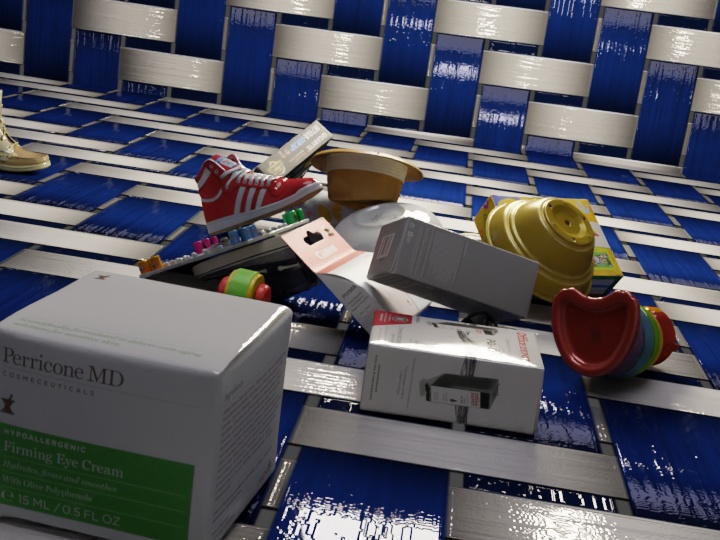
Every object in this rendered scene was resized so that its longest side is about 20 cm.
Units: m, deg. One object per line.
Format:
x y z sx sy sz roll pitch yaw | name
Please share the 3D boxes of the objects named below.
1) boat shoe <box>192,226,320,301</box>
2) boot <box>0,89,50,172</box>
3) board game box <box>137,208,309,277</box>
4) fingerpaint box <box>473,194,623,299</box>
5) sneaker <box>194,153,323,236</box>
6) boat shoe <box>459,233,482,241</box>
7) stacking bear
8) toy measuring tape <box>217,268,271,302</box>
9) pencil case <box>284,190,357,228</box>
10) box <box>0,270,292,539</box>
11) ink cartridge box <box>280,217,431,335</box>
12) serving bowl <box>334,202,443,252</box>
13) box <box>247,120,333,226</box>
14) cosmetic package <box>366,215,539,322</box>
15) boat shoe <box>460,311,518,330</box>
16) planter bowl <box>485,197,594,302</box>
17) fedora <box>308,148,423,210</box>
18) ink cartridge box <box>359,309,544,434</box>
-0.151 0.008 1.605 0.200 0.093 0.075 -16 6 31 | boat shoe
-0.712 -0.279 2.197 0.200 0.155 0.072 8 15 2 | boot
-0.203 -0.043 1.655 0.200 0.026 0.200 -17 5 24 | board game box
0.308 -0.037 1.834 0.200 0.073 0.167 0 54 -27 | fingerpaint box
-0.154 -0.128 1.595 0.200 0.113 0.071 -17 3 27 | sneaker
0.142 -0.022 1.853 0.200 0.072 0.072 5 18 4 | boat shoe
0.354 0.087 1.477 0.121 0.114 0.200 2 -3 40 | stacking bear
-0.165 0.040 1.453 0.073 0.074 0.200 11 15 12 | toy measuring tape
-0.038 -0.099 2.017 0.200 0.083 0.091 14 -2 20 | pencil case
-0.185 0.116 0.958 0.199 0.172 0.200 10 15 10 | box
0.000 0.000 1.535 0.200 0.057 0.163 52 23 3 | ink cartridge box
0.039 -0.063 1.825 0.200 0.066 0.200 -9 27 5 | serving bowl
-0.146 -0.162 1.941 0.046 0.159 0.200 42 43 1 | box
0.122 0.001 1.469 0.200 0.090 0.107 21 -12 -14 | cosmetic package
0.148 0.086 1.448 0.200 0.066 0.070 -5 20 -41 | boat shoe
0.300 -0.052 1.717 0.200 0.083 0.201 20 44 -20 | planter bowl
0.007 -0.151 1.913 0.200 0.082 0.201 8 -9 1 | fedora
0.106 0.114 1.289 0.200 0.083 0.147 8 14 2 | ink cartridge box
